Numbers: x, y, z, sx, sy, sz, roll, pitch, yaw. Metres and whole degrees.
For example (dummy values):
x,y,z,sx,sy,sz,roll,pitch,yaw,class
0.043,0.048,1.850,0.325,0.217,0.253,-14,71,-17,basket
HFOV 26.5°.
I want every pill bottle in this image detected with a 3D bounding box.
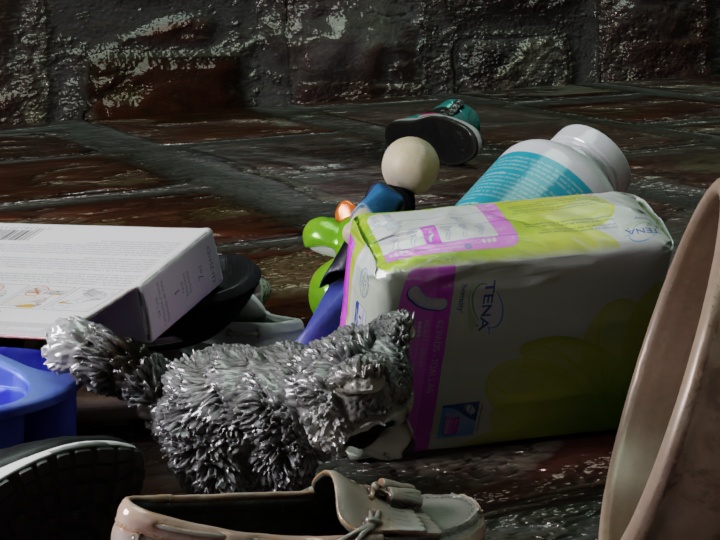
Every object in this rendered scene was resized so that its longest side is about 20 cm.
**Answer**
x,y,z,sx,sy,sz,roll,pitch,yaw,class
0.118,-0.020,1.121,0.110,0.111,0.200,11,48,46,pill bottle

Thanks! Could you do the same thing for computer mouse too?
x,y,z,sx,sy,sz,roll,pitch,yaw,class
-0.168,0.025,1.077,0.198,0.046,0.141,-14,24,-6,computer mouse

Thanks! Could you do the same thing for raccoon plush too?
x,y,z,sx,sy,sz,roll,pitch,yaw,class
-0.065,0.054,0.809,0.198,0.134,0.097,24,37,-13,raccoon plush

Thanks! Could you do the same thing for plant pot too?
x,y,z,sx,sy,sz,roll,pitch,yaw,class
0.224,0.073,0.734,0.173,0.202,0.200,17,14,6,plant pot

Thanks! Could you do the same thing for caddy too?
x,y,z,sx,sy,sz,roll,pitch,yaw,class
-0.253,0.083,0.871,0.198,0.106,0.141,2,11,18,caddy

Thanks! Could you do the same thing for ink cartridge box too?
x,y,z,sx,sy,sz,roll,pitch,yaw,class
-0.218,0.021,0.990,0.198,0.045,0.176,2,25,28,ink cartridge box

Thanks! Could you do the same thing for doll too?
x,y,z,sx,sy,sz,roll,pitch,yaw,class
0.000,0.000,1.000,0.048,0.201,0.137,24,-16,17,doll

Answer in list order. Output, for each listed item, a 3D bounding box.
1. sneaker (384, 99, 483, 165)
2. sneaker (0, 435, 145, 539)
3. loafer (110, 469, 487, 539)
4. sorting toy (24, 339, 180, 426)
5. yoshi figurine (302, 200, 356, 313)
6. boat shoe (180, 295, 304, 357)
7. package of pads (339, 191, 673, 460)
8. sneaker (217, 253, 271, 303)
x,y,z,sx,sy,sz,roll,pitch,yaw,class
0.140,-0.203,2.253,0.120,0.085,0.199,-21,20,-33,sneaker
-0.203,0.109,0.764,0.199,0.076,0.087,-12,36,-43,sneaker
-0.025,0.127,0.741,0.198,0.064,0.072,-7,12,-25,loafer
-0.218,0.071,1.064,0.183,0.037,0.200,-3,18,-8,sorting toy
0.038,0.020,1.239,0.198,0.113,0.113,19,60,22,yoshi figurine
-0.090,0.045,1.126,0.073,0.068,0.199,-10,15,-37,boat shoe
0.085,0.031,0.944,0.198,0.156,0.068,-5,36,-17,package of pads
-0.164,0.018,1.300,0.198,0.078,0.089,8,1,18,sneaker
